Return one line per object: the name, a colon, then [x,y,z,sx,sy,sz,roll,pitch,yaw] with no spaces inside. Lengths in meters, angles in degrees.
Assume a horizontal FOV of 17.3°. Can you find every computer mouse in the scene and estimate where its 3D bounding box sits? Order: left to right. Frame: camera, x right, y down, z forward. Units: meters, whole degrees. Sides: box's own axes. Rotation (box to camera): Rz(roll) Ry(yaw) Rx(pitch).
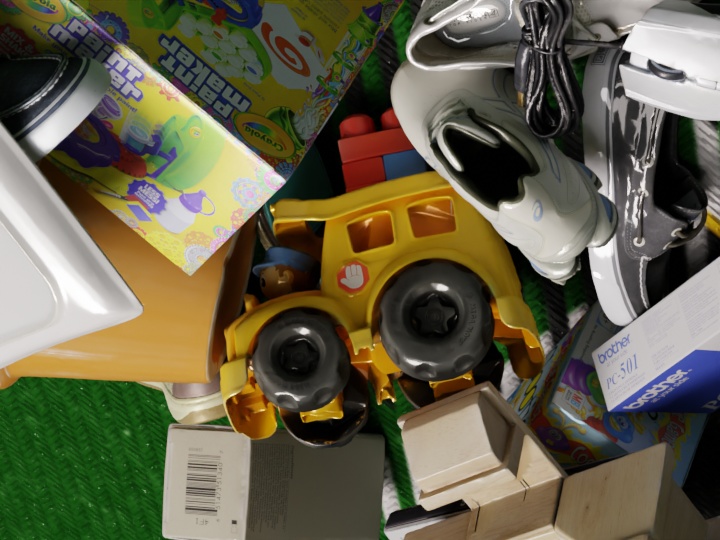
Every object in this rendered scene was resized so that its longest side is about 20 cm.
computer mouse: [0.185,-0.117,1.329,0.198,0.044,0.110,1,130,-2]

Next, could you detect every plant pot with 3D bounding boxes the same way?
plant pot: [-0.166,-0.012,1.500,0.182,0.201,0.201,13,135,5]

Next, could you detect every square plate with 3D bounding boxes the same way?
square plate: [-0.242,-0.025,1.338,0.197,0.028,0.200,-19,114,47]

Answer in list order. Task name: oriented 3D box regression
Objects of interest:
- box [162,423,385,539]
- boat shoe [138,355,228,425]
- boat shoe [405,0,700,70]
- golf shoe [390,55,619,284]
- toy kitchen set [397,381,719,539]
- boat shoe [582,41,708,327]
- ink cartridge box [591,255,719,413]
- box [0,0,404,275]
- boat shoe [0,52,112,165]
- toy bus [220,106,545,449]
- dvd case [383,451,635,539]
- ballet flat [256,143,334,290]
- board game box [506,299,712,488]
box: [-0.057,0.149,1.654,0.068,0.083,0.200,1,174,28]
boat shoe: [-0.124,0.049,1.644,0.201,0.071,0.067,-141,38,-68]
boat shoe: [0.114,-0.149,1.371,0.199,0.069,0.071,-13,119,36]
golf shoe: [0.070,-0.081,1.392,0.097,0.078,0.200,32,-170,-49]
toy kitchen set: [0.087,0.187,1.417,0.199,0.181,0.163,-23,120,31]
boat shoe: [0.178,-0.047,1.438,0.066,0.070,0.201,9,125,24]
ink cartridge box: [0.239,0.026,1.447,0.093,0.045,0.200,3,151,-35]
box: [-0.110,-0.146,1.410,0.200,0.193,0.122,40,137,-9]
boat shoe: [-0.231,-0.099,1.326,0.199,0.071,0.091,-16,125,42]
toy bus: [0.000,0.000,1.492,0.198,0.194,0.136,-14,163,3]
dvd case: [0.134,0.195,1.559,0.199,0.025,0.151,-18,122,38]
ballet flat: [-0.043,-0.025,1.584,0.070,0.071,0.201,-8,125,34]
board game box: [0.137,0.131,1.593,0.103,0.105,0.200,34,137,-4]
